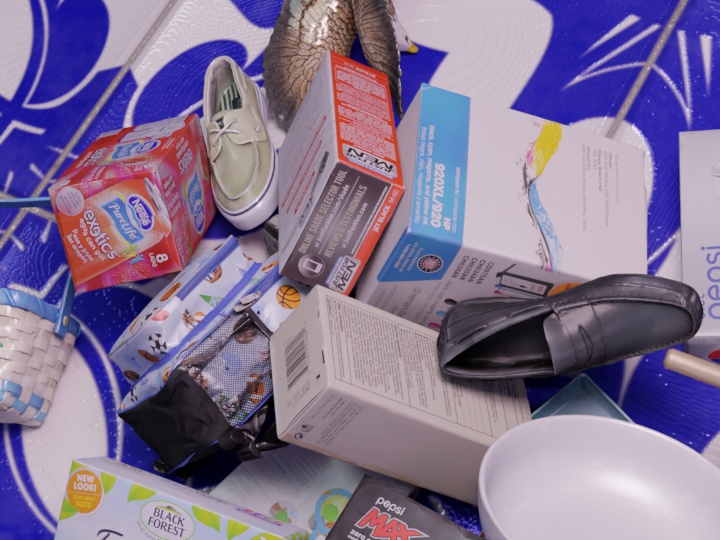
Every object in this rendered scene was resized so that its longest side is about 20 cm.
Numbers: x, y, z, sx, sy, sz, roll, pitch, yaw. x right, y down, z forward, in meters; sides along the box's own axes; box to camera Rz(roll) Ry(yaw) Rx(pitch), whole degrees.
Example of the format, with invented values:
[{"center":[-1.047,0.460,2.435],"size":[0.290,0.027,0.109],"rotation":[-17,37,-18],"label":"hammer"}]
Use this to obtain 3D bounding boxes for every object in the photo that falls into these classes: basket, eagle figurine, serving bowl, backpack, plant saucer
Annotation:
[{"center":[-0.331,0.030,1.385],"size":[0.174,0.139,0.203],"rotation":[0,69,16],"label":"basket"},{"center":[-0.003,-0.236,1.472],"size":[0.149,0.152,0.202],"rotation":[20,59,3],"label":"eagle figurine"},{"center":[0.175,0.188,1.100],"size":[0.197,0.066,0.201],"rotation":[7,31,-4],"label":"serving bowl"},{"center":[-0.103,0.062,1.282],"size":[0.190,0.200,0.155],"rotation":[-36,96,-29],"label":"backpack"},{"center":[0.209,0.167,1.184],"size":[0.070,0.019,0.200],"rotation":[-37,59,-9],"label":"plant saucer"}]

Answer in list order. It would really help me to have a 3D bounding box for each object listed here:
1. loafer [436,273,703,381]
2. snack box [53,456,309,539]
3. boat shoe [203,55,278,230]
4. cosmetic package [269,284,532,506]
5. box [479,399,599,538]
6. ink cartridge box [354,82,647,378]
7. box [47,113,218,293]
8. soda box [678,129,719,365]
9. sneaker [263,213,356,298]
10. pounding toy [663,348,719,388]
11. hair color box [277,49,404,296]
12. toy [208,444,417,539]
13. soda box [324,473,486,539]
[{"center":[0.153,0.049,1.152],"size":[0.198,0.069,0.071],"rotation":[-8,31,18],"label":"loafer"},{"center":[-0.150,0.243,1.225],"size":[0.198,0.053,0.144],"rotation":[15,92,23],"label":"snack box"},{"center":[-0.118,-0.119,1.443],"size":[0.071,0.062,0.201],"rotation":[-28,42,13],"label":"boat shoe"},{"center":[0.034,0.098,1.190],"size":[0.073,0.198,0.104],"rotation":[-46,34,34],"label":"cosmetic package"},{"center":[0.166,0.212,1.202],"size":[0.136,0.039,0.201],"rotation":[23,67,25],"label":"box"},{"center":[0.112,-0.027,1.248],"size":[0.198,0.148,0.146],"rotation":[14,55,-12],"label":"ink cartridge box"},{"center":[-0.194,-0.063,1.374],"size":[0.098,0.097,0.200],"rotation":[-11,18,8],"label":"box"},{"center":[0.299,-0.019,1.293],"size":[0.067,0.064,0.202],"rotation":[-2,59,13],"label":"soda box"},{"center":[0.000,0.000,1.369],"size":[0.199,0.075,0.087],"rotation":[29,52,25],"label":"sneaker"},{"center":[0.347,0.136,1.139],"size":[0.182,0.143,0.201],"rotation":[-23,56,0],"label":"pounding toy"},{"center":[-0.019,-0.082,1.266],"size":[0.063,0.112,0.201],"rotation":[21,29,-14],"label":"hair color box"},{"center":[-0.039,0.184,1.267],"size":[0.200,0.047,0.115],"rotation":[-42,70,-4],"label":"toy"},{"center":[0.072,0.231,1.153],"size":[0.198,0.063,0.071],"rotation":[25,70,26],"label":"soda box"}]
